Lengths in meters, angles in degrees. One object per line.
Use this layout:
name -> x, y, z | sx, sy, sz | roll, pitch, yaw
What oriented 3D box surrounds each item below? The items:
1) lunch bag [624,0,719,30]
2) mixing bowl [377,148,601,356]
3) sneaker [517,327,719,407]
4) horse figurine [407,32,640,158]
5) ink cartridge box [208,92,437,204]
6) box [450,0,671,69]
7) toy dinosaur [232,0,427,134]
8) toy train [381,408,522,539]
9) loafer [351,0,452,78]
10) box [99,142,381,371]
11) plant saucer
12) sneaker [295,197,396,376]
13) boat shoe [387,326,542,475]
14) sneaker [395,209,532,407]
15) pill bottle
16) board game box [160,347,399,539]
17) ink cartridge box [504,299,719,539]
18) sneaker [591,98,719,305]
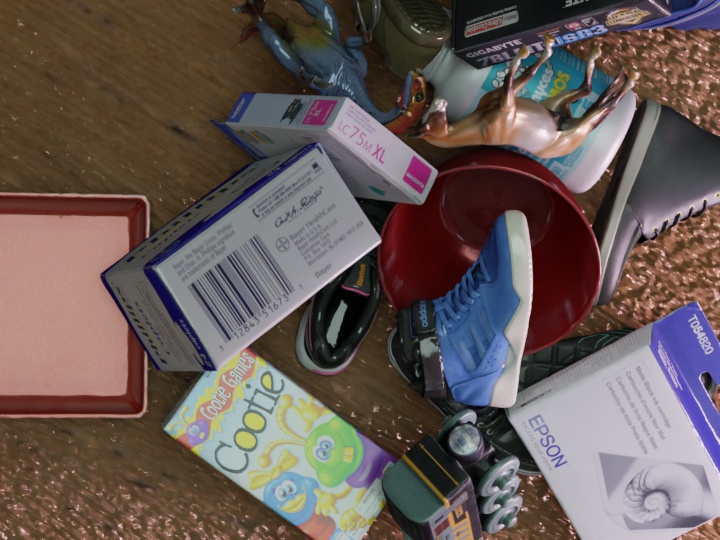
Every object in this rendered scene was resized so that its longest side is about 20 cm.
lunch bag -> 0.291, -0.291, 1.654 | 0.131, 0.200, 0.137 | -4, 87, -25
mixing bowl -> 0.118, -0.033, 1.643 | 0.198, 0.109, 0.202 | 4, 123, 6
sneaker -> 0.229, 0.093, 1.696 | 0.198, 0.079, 0.076 | 5, 111, -8
horse figurine -> 0.153, -0.141, 1.561 | 0.199, 0.133, 0.050 | 3, 46, -39
ink cartridge box -> -0.036, -0.108, 1.592 | 0.119, 0.199, 0.042 | 37, 73, -32
box -> 0.170, -0.291, 1.565 | 0.050, 0.199, 0.201 | 25, 62, -46
toy dinosaur -> -0.017, -0.188, 1.597 | 0.105, 0.200, 0.182 | -38, 87, -6
toy train -> 0.080, 0.200, 1.620 | 0.114, 0.200, 0.085 | -38, 66, -11
loafer -> 0.020, -0.244, 1.637 | 0.075, 0.201, 0.068 | 12, 124, -26
box -> -0.108, -0.009, 1.572 | 0.183, 0.200, 0.105 | -38, 100, -19
plant saucer -> -0.290, 0.031, 1.651 | 0.197, 0.037, 0.202 | 1, 90, -7
sneaker -> 0.000, 0.000, 1.663 | 0.079, 0.086, 0.202 | 13, 87, -8
boat shoe -> 0.109, 0.118, 1.684 | 0.200, 0.066, 0.070 | 44, 84, -4
sneaker -> 0.087, 0.035, 1.581 | 0.110, 0.077, 0.201 | 2, 130, -3
pill bottle -> 0.143, -0.162, 1.671 | 0.199, 0.111, 0.112 | 28, 86, -6
board game box -> -0.070, 0.157, 1.643 | 0.199, 0.103, 0.105 | 36, 85, -5
ink cartridge box -> 0.261, 0.154, 1.661 | 0.199, 0.041, 0.200 | -29, 114, 8
sneaker -> 0.280, -0.050, 1.703 | 0.105, 0.075, 0.202 | 21, 86, -4
